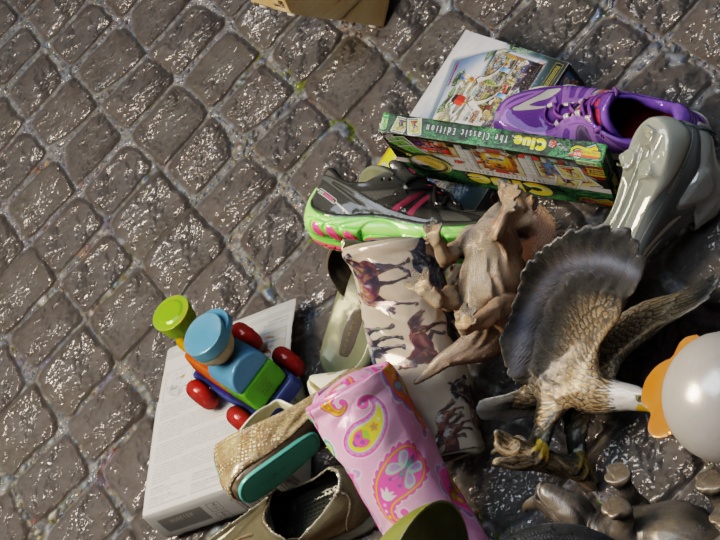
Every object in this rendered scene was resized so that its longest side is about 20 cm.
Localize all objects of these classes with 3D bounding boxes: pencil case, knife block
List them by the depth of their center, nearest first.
[{"bbox_3d":[0.035,0.172,1.309,0.087,0.087,0.201,-29,92,18],"label":"pencil case"},{"bbox_3d":[0.040,0.064,1.381,0.089,0.078,0.202,-14,90,29],"label":"pencil case"},{"bbox_3d":[-0.012,-0.343,1.688,0.064,0.199,0.177,22,106,43],"label":"knife block"}]

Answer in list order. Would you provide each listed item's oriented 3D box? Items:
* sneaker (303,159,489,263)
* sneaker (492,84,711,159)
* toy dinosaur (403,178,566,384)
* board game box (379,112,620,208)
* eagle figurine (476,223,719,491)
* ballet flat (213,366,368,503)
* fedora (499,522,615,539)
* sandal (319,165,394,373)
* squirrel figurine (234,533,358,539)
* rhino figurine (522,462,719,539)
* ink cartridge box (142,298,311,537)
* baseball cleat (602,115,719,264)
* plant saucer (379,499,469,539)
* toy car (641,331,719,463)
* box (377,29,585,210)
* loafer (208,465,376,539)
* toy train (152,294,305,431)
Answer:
[{"bbox_3d":[0.050,-0.055,1.448,0.198,0.077,0.084,8,72,6],"label":"sneaker"},{"bbox_3d":[0.203,-0.135,1.429,0.199,0.083,0.081,5,74,30],"label":"sneaker"},{"bbox_3d":[0.113,0.010,1.344,0.085,0.135,0.201,7,75,38],"label":"toy dinosaur"},{"bbox_3d":[0.123,-0.095,1.430,0.199,0.105,0.024,10,77,21],"label":"board game box"},{"bbox_3d":[0.183,0.069,1.297,0.150,0.152,0.201,18,90,5],"label":"eagle figurine"},{"bbox_3d":[-0.043,0.125,1.433,0.199,0.071,0.065,-28,51,-21],"label":"ballet flat"},{"bbox_3d":[0.126,0.274,1.220,0.201,0.200,0.092,-47,11,1],"label":"fedora"},{"bbox_3d":[0.000,0.001,1.504,0.079,0.057,0.203,6,80,45],"label":"sandal"},{"bbox_3d":[-0.037,0.283,1.283,0.142,0.187,0.200,-50,46,-2],"label":"squirrel figurine"},{"bbox_3d":[0.206,0.193,1.236,0.199,0.088,0.060,2,42,37],"label":"rhino figurine"},{"bbox_3d":[-0.120,0.137,1.548,0.159,0.047,0.201,-22,42,25],"label":"ink cartridge box"},{"bbox_3d":[0.240,-0.028,1.366,0.070,0.106,0.201,55,129,51],"label":"baseball cleat"},{"bbox_3d":[0.030,0.262,1.186,0.031,0.200,0.201,8,66,25],"label":"plant saucer"},{"bbox_3d":[0.290,0.077,1.176,0.199,0.184,0.178,10,68,40],"label":"toy car"},{"bbox_3d":[0.101,-0.120,1.546,0.136,0.038,0.201,26,80,42],"label":"box"},{"bbox_3d":[-0.073,0.221,1.432,0.199,0.070,0.076,-33,47,15],"label":"loafer"},{"bbox_3d":[-0.149,0.064,1.508,0.085,0.116,0.200,-52,41,-11],"label":"toy train"}]
